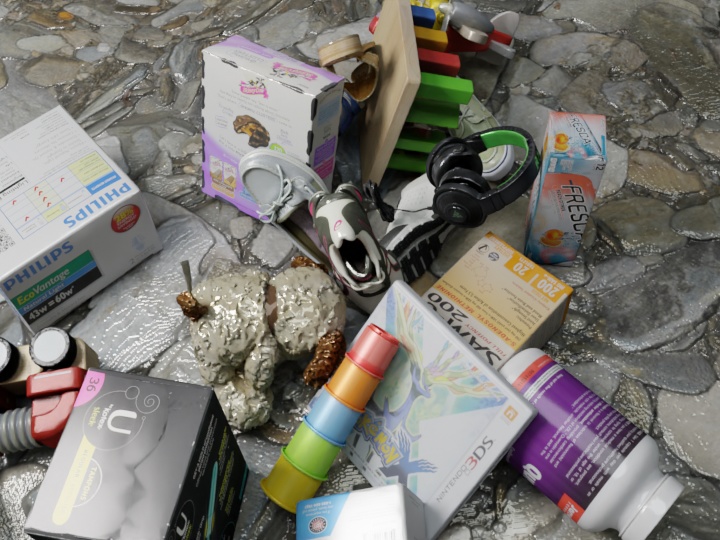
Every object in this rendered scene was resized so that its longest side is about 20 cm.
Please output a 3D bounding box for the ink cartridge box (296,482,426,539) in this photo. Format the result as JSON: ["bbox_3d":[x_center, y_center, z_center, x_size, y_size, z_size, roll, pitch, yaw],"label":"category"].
[{"bbox_3d":[0.004,0.312,0.719,0.114,0.067,0.203,-14,55,17],"label":"ink cartridge box"}]

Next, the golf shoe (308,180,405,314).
[{"bbox_3d":[0.000,0.000,0.866,0.076,0.201,0.089,-24,42,8],"label":"golf shoe"}]

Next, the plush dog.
[{"bbox_3d":[-0.099,0.051,0.858,0.169,0.161,0.202,-12,55,-1],"label":"plush dog"}]

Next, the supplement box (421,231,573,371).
[{"bbox_3d":[0.130,0.067,0.887,0.126,0.074,0.200,37,66,25],"label":"supplement box"}]

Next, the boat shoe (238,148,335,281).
[{"bbox_3d":[-0.065,-0.061,0.925,0.074,0.202,0.065,-30,27,27],"label":"boat shoe"}]

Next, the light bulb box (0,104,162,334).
[{"bbox_3d":[-0.391,-0.066,0.979,0.197,0.126,0.200,-37,62,-20],"label":"light bulb box"}]

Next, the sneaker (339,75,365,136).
[{"bbox_3d":[-0.094,-0.233,1.096,0.198,0.079,0.090,19,73,31],"label":"sneaker"}]

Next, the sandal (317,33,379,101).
[{"bbox_3d":[-0.011,-0.248,0.991,0.077,0.212,0.071,-18,99,8],"label":"sandal"}]

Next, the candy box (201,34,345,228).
[{"bbox_3d":[-0.114,-0.166,0.977,0.166,0.202,0.071,26,41,20],"label":"candy box"}]

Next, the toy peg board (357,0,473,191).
[{"bbox_3d":[0.068,-0.238,1.035,0.096,0.201,0.202,7,54,-14],"label":"toy peg board"}]

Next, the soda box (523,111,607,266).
[{"bbox_3d":[0.234,-0.089,0.908,0.062,0.201,0.069,6,57,7],"label":"soda box"}]

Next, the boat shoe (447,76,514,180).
[{"bbox_3d":[0.141,-0.202,1.061,0.072,0.062,0.201,-40,50,17],"label":"boat shoe"}]

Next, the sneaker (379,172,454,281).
[{"bbox_3d":[0.071,-0.061,0.989,0.079,0.074,0.200,23,55,35],"label":"sneaker"}]

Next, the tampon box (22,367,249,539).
[{"bbox_3d":[-0.196,0.211,0.736,0.124,0.201,0.152,7,56,8],"label":"tampon box"}]

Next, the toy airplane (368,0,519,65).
[{"bbox_3d":[0.136,-0.366,1.131,0.198,0.143,0.198,19,33,36],"label":"toy airplane"}]

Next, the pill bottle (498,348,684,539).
[{"bbox_3d":[0.216,0.178,0.784,0.112,0.113,0.199,-39,62,-21],"label":"pill bottle"}]

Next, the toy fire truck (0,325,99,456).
[{"bbox_3d":[-0.375,0.173,0.832,0.173,0.129,0.203,-9,68,-3],"label":"toy fire truck"}]

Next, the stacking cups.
[{"bbox_3d":[-0.031,0.146,0.799,0.060,0.060,0.202,30,92,22],"label":"stacking cups"}]

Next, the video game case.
[{"bbox_3d":[0.055,0.144,0.807,0.200,0.022,0.183,44,109,28],"label":"video game case"}]

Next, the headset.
[{"bbox_3d":[0.106,-0.110,0.902,0.198,0.094,0.124,-25,38,17],"label":"headset"}]
